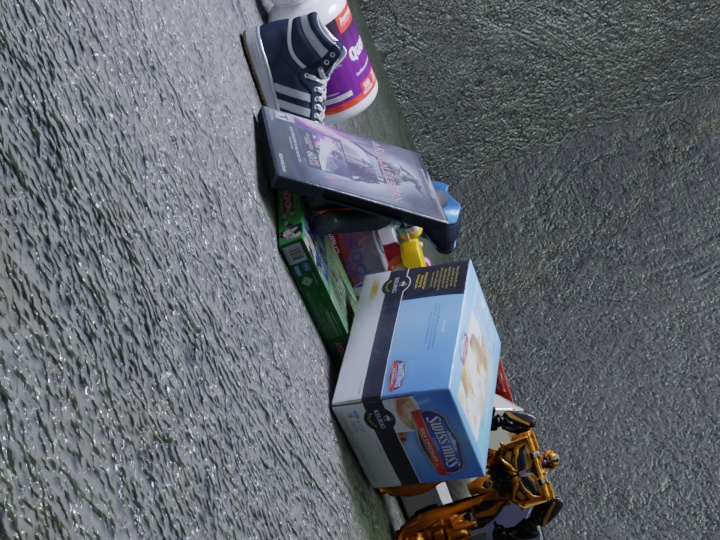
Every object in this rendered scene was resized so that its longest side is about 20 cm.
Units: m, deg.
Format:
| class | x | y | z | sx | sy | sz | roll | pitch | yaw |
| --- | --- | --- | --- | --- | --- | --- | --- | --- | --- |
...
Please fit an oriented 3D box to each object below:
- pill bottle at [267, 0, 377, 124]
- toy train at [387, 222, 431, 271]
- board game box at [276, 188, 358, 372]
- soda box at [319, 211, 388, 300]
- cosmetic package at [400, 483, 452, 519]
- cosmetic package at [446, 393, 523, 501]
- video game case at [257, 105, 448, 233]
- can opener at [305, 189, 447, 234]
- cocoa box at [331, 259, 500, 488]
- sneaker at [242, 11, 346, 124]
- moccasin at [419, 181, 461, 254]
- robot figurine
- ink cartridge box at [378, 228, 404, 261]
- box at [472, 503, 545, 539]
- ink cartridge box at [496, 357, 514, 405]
| class | x | y | z | sx | sy | sz | roll | pitch | yaw |
| --- | --- | --- | --- | --- | --- | --- | --- | --- | --- |
| pill bottle | -0.056 | -0.309 | 1.590 | 0.113 | 0.111 | 0.202 | -98 | 167 | -53 |
| toy train | 0.057 | -0.019 | 1.425 | 0.150 | 0.055 | 0.203 | 28 | 48 | -80 |
| board game box | -0.042 | 0.006 | 1.269 | 0.135 | 0.029 | 0.202 | -99 | 168 | -53 |
| soda box | 0.000 | 0.000 | 1.421 | 0.063 | 0.069 | 0.203 | -59 | 131 | -79 |
| cosmetic package | 0.075 | 0.265 | 1.412 | 0.083 | 0.050 | 0.202 | -85 | 156 | -66 |
| cosmetic package | 0.155 | 0.268 | 1.529 | 0.105 | 0.070 | 0.204 | -153 | -113 | -72 |
| video game case | -0.010 | -0.108 | 1.249 | 0.144 | 0.197 | 0.019 | -106 | -144 | -52 |
| can opener | 0.024 | -0.075 | 1.280 | 0.199 | 0.066 | 0.054 | -8 | 78 | -54 |
| cocoa box | 0.066 | 0.108 | 1.241 | 0.201 | 0.129 | 0.135 | -75 | 149 | -48 |
| sneaker | -0.054 | -0.198 | 1.353 | 0.070 | 0.107 | 0.203 | -71 | 142 | -77 |
| moccasin | 0.086 | -0.073 | 1.562 | 0.200 | 0.079 | 0.069 | -101 | -170 | -72 |
| robot figurine | 0.122 | 0.234 | 1.262 | 0.058 | 0.197 | 0.147 | 6 | 65 | -81 |
| ink cartridge box | 0.012 | -0.055 | 1.590 | 0.200 | 0.083 | 0.178 | 27 | 46 | -80 |
| box | 0.158 | 0.393 | 1.322 | 0.182 | 0.103 | 0.203 | -34 | 111 | -66 |
| ink cartridge box | 0.146 | 0.146 | 1.647 | 0.200 | 0.050 | 0.111 | -173 | -116 | -74 |
